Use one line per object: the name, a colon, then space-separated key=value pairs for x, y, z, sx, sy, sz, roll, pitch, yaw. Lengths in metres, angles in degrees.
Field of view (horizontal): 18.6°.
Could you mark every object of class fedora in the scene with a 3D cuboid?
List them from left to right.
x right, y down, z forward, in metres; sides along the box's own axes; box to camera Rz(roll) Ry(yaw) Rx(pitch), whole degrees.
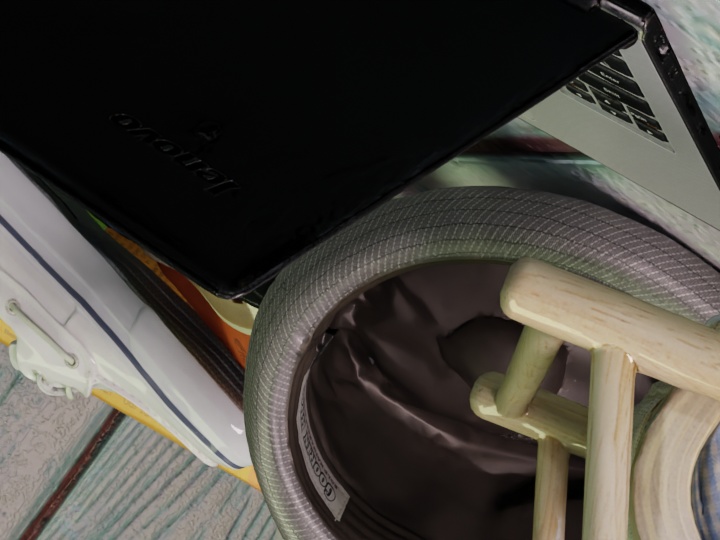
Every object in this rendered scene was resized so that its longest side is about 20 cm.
fedora: x=0.060 y=0.048 z=0.747 sx=0.200 sy=0.177 sz=0.090 roll=22 pitch=-156 yaw=0

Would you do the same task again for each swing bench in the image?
swing bench: x=0.126 y=0.083 z=0.554 sx=0.200 sy=0.130 sz=0.199 roll=4 pitch=170 yaw=1

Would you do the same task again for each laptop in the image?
laptop: x=-0.026 y=-0.046 z=0.550 sx=0.187 sy=0.116 sz=0.200 roll=33 pitch=173 yaw=30

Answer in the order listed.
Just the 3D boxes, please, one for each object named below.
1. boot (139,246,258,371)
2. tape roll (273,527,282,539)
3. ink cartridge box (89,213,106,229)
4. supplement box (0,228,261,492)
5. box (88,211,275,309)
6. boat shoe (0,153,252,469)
boot: x=-0.037 y=0.017 z=0.935 sx=0.107 sy=0.075 sz=0.200 roll=65 pitch=173 yaw=-25
tape roll: x=0.063 y=0.178 z=1.330 sx=0.139 sy=0.203 sz=0.203 roll=30 pitch=171 yaw=37
ink cartridge box: x=-0.183 y=-0.122 z=1.060 sx=0.148 sy=0.076 sz=0.200 roll=41 pitch=-160 yaw=-41
supplement box: x=-0.102 y=0.030 z=1.081 sx=0.200 sy=0.069 sz=0.067 roll=27 pitch=133 yaw=9
box: x=-0.095 y=-0.076 z=0.828 sx=0.164 sy=0.086 sz=0.200 roll=40 pitch=173 yaw=-27
boat shoe: x=-0.119 y=0.022 z=0.933 sx=0.200 sy=0.067 sz=0.074 roll=46 pitch=-173 yaw=17
